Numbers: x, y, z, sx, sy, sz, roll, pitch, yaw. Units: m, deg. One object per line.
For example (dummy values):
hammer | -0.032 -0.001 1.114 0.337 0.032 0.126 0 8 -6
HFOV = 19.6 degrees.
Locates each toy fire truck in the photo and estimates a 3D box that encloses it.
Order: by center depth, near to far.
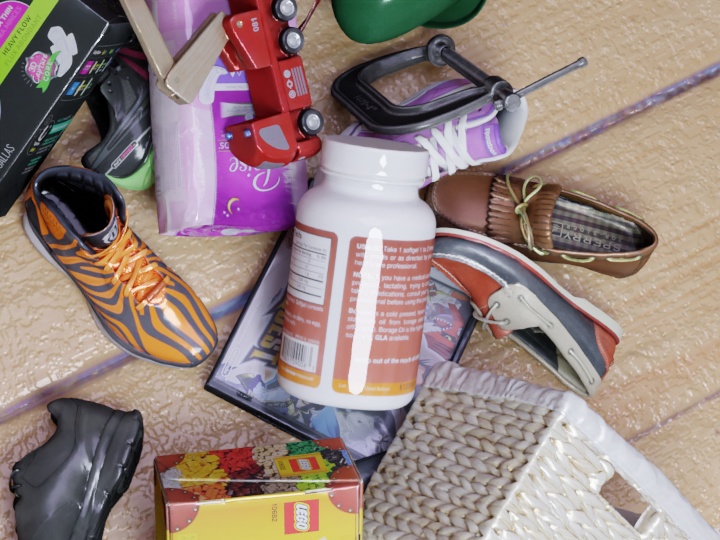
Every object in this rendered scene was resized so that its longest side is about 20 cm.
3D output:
toy fire truck | -0.113 -0.169 1.600 0.140 0.049 0.202 -17 99 -32

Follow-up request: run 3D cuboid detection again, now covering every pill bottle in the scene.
pill bottle | 0.000 0.000 1.629 0.111 0.112 0.202 6 99 -10

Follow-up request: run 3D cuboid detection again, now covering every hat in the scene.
hat | -0.005 -0.214 1.706 0.165 0.201 0.176 28 54 18

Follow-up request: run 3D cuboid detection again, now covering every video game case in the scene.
video game case | -0.006 0.050 1.721 0.180 0.026 0.201 27 71 -3

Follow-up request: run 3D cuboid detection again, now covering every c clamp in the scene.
c clamp | 0.069 -0.155 1.720 0.170 0.200 0.027 -26 118 -15

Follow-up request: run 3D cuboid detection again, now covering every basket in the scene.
basket | 0.125 0.197 1.593 0.198 0.199 0.161 43 74 -26

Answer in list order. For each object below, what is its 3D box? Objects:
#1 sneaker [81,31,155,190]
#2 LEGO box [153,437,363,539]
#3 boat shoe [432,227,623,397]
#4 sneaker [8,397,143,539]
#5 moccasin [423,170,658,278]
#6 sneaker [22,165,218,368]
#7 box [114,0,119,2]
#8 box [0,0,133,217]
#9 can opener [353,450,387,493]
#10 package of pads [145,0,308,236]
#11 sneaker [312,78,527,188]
sneaker | -0.192 -0.169 1.717 0.083 0.077 0.202 8 72 -13
LEGO box | -0.077 0.239 1.575 0.147 0.077 0.202 -4 112 -12
boat shoe | 0.130 0.032 1.714 0.199 0.071 0.063 33 73 -23
sneaker | -0.238 0.191 1.620 0.090 0.076 0.201 19 65 4
moccasin | 0.151 -0.041 1.749 0.200 0.078 0.074 20 72 -6
sneaker | -0.192 -0.004 1.652 0.200 0.112 0.078 40 72 1
box | -0.221 -0.322 1.731 0.156 0.050 0.202 4 72 21
box | -0.295 -0.157 1.629 0.148 0.124 0.201 36 99 0
can opener | -0.054 0.185 1.644 0.198 0.063 0.079 -18 79 -5
package of pads | -0.109 -0.129 1.676 0.120 0.075 0.202 -3 90 -33
sneaker | 0.055 -0.100 1.704 0.200 0.114 0.073 -41 120 -29
